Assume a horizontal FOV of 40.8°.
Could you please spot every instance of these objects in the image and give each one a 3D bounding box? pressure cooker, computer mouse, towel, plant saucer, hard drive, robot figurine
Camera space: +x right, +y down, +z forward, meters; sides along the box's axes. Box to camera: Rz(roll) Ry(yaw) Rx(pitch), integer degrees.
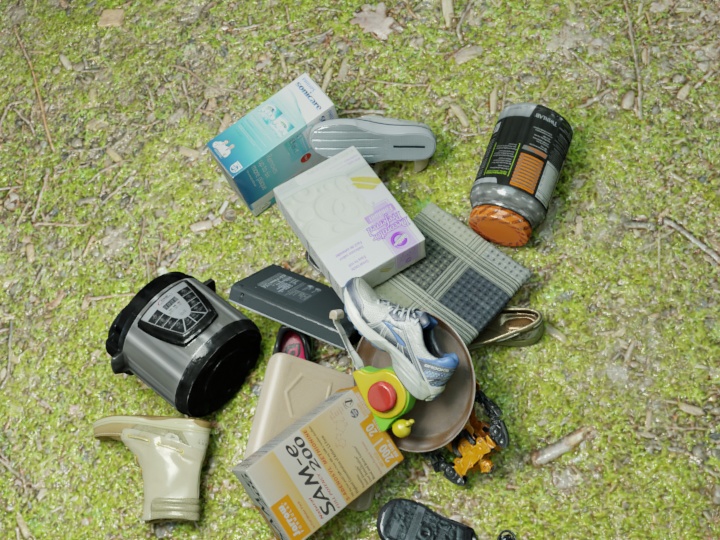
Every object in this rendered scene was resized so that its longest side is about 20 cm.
[{"bbox_3d":[-0.272,0.102,1.451,0.200,0.176,0.179,35,103,22],"label":"pressure cooker"},{"bbox_3d":[0.108,0.405,1.332,0.199,0.046,0.141,16,67,4],"label":"computer mouse"},{"bbox_3d":[0.122,0.011,1.438,0.200,0.035,0.193,38,65,17],"label":"towel"},{"bbox_3d":[0.078,0.152,1.360,0.200,0.032,0.201,2,93,34],"label":"plant saucer"},{"bbox_3d":[-0.079,0.052,1.464,0.199,0.140,0.033,21,111,18],"label":"hard drive"},{"bbox_3d":[0.130,0.204,1.382,0.145,0.058,0.200,-49,67,28],"label":"robot figurine"}]

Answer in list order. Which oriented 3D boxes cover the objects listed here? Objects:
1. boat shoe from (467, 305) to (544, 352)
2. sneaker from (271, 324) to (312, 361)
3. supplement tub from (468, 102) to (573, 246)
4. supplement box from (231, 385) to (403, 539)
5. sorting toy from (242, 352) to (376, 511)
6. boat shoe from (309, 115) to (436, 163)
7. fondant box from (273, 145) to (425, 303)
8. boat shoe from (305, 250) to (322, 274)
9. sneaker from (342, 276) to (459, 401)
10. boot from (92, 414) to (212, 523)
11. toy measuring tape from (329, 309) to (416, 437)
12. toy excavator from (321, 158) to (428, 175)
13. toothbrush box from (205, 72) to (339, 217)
[{"bbox_3d":[0.172,0.082,1.442,0.199,0.063,0.074,-10,67,6],"label":"boat shoe"},{"bbox_3d":[-0.104,0.170,1.442,0.076,0.084,0.201,-11,66,6],"label":"sneaker"},{"bbox_3d":[0.243,-0.146,1.493,0.122,0.123,0.201,18,72,16],"label":"supplement tub"},{"bbox_3d":[-0.057,0.265,1.325,0.200,0.073,0.126,-35,95,-25],"label":"supplement box"},{"bbox_3d":[-0.060,0.233,1.392,0.199,0.036,0.186,20,72,-20],"label":"sorting toy"},{"bbox_3d":[0.019,-0.208,1.529,0.199,0.074,0.067,6,31,-5],"label":"boat shoe"},{"bbox_3d":[-0.017,-0.070,1.425,0.144,0.058,0.200,-30,65,-12],"label":"fondant box"},{"bbox_3d":[0.000,0.000,1.497,0.199,0.060,0.074,21,107,14],"label":"boat shoe"},{"bbox_3d":[0.060,0.076,1.312,0.200,0.077,0.085,48,116,12],"label":"sneaker"},{"bbox_3d":[-0.317,0.295,1.435,0.199,0.073,0.156,-1,76,20],"label":"boot"},{"bbox_3d":[0.026,0.133,1.332,0.073,0.074,0.201,-25,80,-1],"label":"toy measuring tape"},{"bbox_3d":[-0.001,-0.148,1.558,0.194,0.100,0.201,10,61,12],"label":"toy excavator"},{"bbox_3d":[-0.130,-0.201,1.568,0.200,0.147,0.085,-38,67,-8],"label":"toothbrush box"}]
